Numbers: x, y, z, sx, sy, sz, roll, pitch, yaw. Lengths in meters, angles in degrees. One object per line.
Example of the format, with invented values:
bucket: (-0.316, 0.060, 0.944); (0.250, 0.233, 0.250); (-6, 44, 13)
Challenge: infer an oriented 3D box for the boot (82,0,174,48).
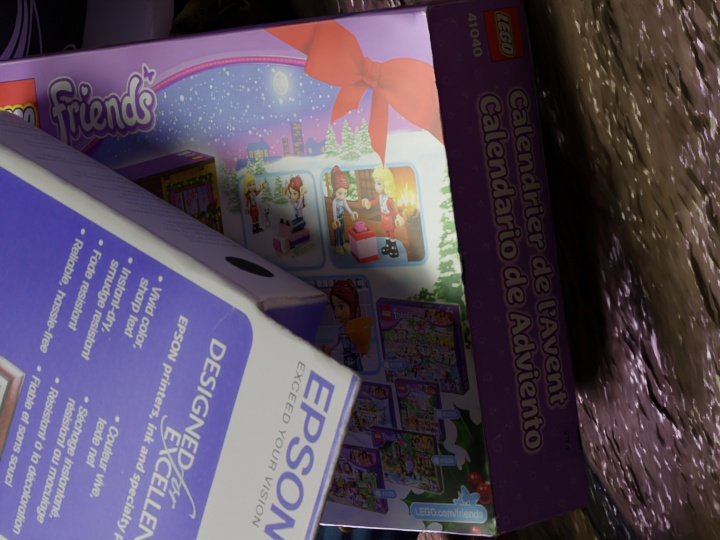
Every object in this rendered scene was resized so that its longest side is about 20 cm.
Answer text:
boot: (-0.126, -0.150, 1.054); (0.200, 0.096, 0.074); (39, 124, 16)

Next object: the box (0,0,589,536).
box: (-0.028, 0.000, 0.804); (0.200, 0.039, 0.137); (-1, 99, 48)

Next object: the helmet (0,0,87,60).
helmet: (-0.196, -0.069, 0.944); (0.191, 0.200, 0.200); (-58, 34, 19)

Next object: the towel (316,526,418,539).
towel: (-0.068, 0.053, 1.031); (0.049, 0.200, 0.112); (-23, -52, -62)

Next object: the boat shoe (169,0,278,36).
boat shoe: (-0.057, -0.068, 1.067); (0.200, 0.072, 0.068); (-130, 21, -63)

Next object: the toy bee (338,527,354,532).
toy bee: (0.000, 0.000, 0.884); (0.200, 0.109, 0.131); (50, 130, 29)

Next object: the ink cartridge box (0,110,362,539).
ink cartridge box: (-0.077, 0.078, 0.793); (0.200, 0.043, 0.198); (31, 111, 42)
